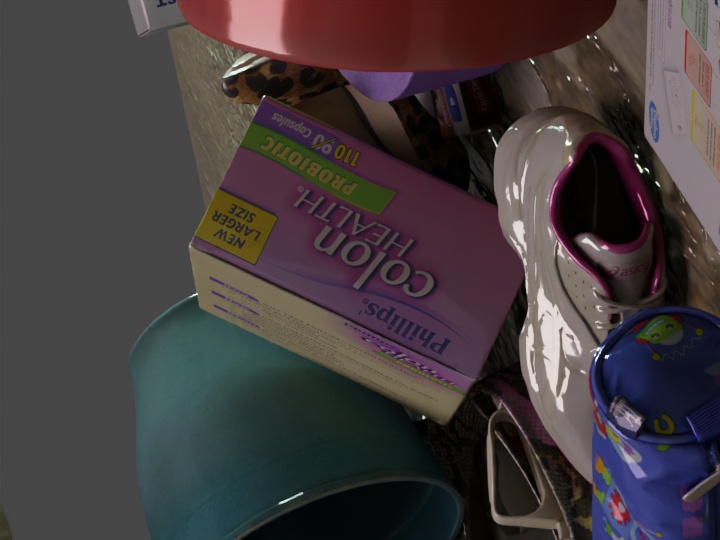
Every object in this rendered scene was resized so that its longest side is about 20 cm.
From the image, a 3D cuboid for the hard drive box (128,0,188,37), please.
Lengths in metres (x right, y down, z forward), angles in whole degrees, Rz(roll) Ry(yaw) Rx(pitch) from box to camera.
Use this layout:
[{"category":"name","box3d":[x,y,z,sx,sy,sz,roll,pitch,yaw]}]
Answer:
[{"category":"hard drive box","box3d":[-0.109,-0.284,1.610,0.077,0.155,0.201,-168,61,-78]}]

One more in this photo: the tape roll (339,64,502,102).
[{"category":"tape roll","box3d":[0.017,-0.196,1.222,0.200,0.065,0.201,164,90,-72]}]

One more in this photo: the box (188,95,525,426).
[{"category":"box","box3d":[0.000,0.000,1.318,0.200,0.175,0.097,100,-164,-79]}]

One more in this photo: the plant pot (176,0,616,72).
[{"category":"plant pot","box3d":[0.016,-0.201,0.985,0.201,0.199,0.178,-124,30,-60]}]

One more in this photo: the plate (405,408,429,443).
[{"category":"plate","box3d":[-0.009,0.090,1.725,0.200,0.032,0.201,-24,-84,-58]}]

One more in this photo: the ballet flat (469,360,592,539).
[{"category":"ballet flat","box3d":[0.114,0.143,1.298,0.069,0.071,0.201,93,158,-60]}]

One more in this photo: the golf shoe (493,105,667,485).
[{"category":"golf shoe","box3d":[0.116,0.019,1.086,0.091,0.075,0.201,-174,67,-76]}]

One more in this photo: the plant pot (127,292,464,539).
[{"category":"plant pot","box3d":[-0.061,0.116,1.468,0.200,0.199,0.189,89,158,-57]}]

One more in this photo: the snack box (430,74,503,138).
[{"category":"snack box","box3d":[0.040,-0.178,1.322,0.072,0.024,0.201,-174,68,-78]}]

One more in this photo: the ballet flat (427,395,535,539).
[{"category":"ballet flat","box3d":[0.091,0.177,1.520,0.075,0.068,0.201,12,117,50]}]

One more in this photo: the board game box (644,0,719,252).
[{"category":"board game box","box3d":[0.161,-0.047,0.814,0.153,0.040,0.200,84,166,-47]}]

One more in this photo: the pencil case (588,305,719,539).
[{"category":"pencil case","box3d":[0.146,0.110,1.043,0.201,0.078,0.087,83,162,-44]}]

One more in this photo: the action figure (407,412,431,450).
[{"category":"action figure","box3d":[0.035,0.127,1.633,0.119,0.101,0.201,90,164,-50]}]

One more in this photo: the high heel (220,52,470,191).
[{"category":"high heel","box3d":[-0.004,-0.074,1.351,0.071,0.200,0.143,-9,95,39]}]

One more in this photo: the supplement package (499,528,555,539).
[{"category":"supplement package","box3d":[0.058,0.281,1.451,0.111,0.199,0.156,-122,18,-58]}]
